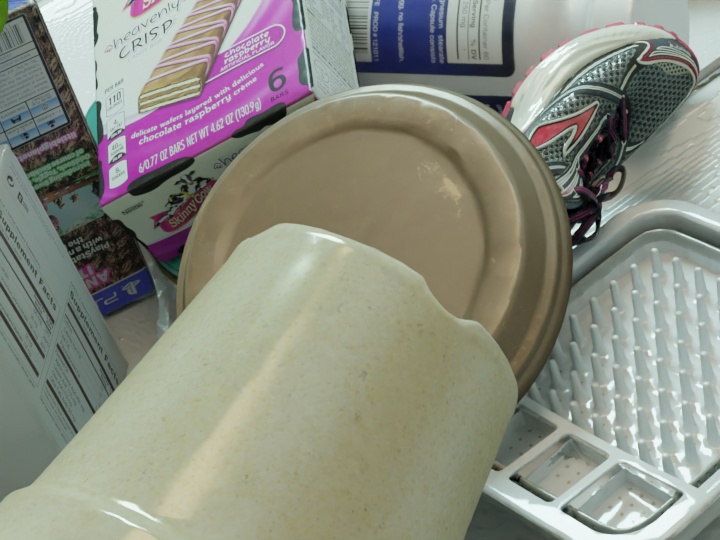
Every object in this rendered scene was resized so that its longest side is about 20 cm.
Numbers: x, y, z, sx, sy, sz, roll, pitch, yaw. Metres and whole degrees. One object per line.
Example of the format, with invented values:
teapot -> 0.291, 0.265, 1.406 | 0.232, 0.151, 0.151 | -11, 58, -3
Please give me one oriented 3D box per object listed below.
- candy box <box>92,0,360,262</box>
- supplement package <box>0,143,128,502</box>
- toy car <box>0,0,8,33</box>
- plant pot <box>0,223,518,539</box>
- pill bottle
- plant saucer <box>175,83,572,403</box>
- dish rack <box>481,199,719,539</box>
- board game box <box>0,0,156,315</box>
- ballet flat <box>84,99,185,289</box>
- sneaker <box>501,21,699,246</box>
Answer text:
candy box -> -0.076, -0.120, 1.076 | 0.136, 0.061, 0.201 | -27, 46, 19
supplement package -> -0.241, 0.049, 0.988 | 0.198, 0.156, 0.111 | -12, 39, 15
toy car -> -0.300, -0.128, 0.934 | 0.164, 0.158, 0.200 | 34, 73, 33
plant pot -> -0.036, 0.091, 0.783 | 0.199, 0.201, 0.184 | 14, 61, 36
pill bottle -> 0.077, -0.134, 1.117 | 0.199, 0.116, 0.116 | 5, 43, 28
plant saucer -> 0.000, 0.000, 0.922 | 0.198, 0.029, 0.202 | -8, 67, 19
dish rack -> 0.132, 0.055, 0.917 | 0.200, 0.044, 0.171 | -38, 40, -23
board game box -> -0.225, -0.052, 1.077 | 0.159, 0.201, 0.097 | -26, 39, -9
ballet flat -> -0.097, -0.041, 1.123 | 0.067, 0.062, 0.200 | -42, 43, 5
sneaker -> 0.099, -0.048, 0.987 | 0.200, 0.081, 0.074 | -39, 46, -21
